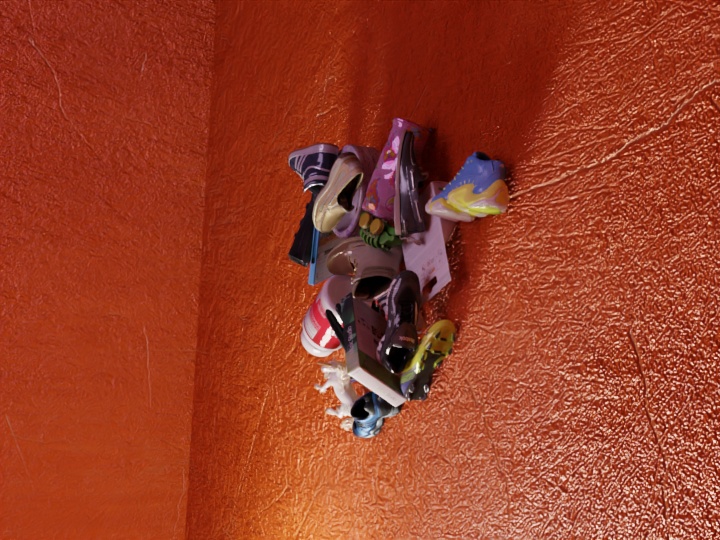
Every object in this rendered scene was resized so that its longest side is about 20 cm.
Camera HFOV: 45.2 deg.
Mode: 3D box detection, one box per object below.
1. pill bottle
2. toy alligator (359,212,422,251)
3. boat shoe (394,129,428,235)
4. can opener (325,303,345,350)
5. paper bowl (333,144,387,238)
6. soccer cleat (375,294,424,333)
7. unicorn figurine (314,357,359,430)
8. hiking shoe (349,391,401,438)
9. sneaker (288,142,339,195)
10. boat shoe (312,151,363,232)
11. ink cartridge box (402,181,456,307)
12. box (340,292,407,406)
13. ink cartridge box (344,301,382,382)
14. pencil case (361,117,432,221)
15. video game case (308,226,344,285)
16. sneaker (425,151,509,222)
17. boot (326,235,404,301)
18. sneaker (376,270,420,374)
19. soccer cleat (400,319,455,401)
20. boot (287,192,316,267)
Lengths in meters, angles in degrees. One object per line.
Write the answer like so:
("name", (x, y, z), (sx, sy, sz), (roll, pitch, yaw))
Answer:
("pill bottle", (-0.060, 0.104, 1.879), (0.200, 0.111, 0.113), (124, 143, -50))
("toy alligator", (0.047, -0.064, 1.681), (0.200, 0.059, 0.055), (33, 96, 52))
("boat shoe", (0.097, -0.164, 1.614), (0.073, 0.061, 0.202), (57, -144, -78))
("can opener", (-0.007, 0.156, 1.761), (0.063, 0.200, 0.079), (-37, 11, 13))
("paper bowl", (0.008, -0.167, 1.872), (0.200, 0.103, 0.203), (-176, 90, -67))
("soccer cleat", (0.077, 0.062, 1.721), (0.200, 0.068, 0.086), (-129, 43, -65))
("unicorn figurine", (-0.048, 0.262, 1.925), (0.137, 0.200, 0.074), (-21, 22, 53))
("hiking shoe", (0.012, 0.295, 1.814), (0.200, 0.086, 0.075), (124, 143, -51))
("sneaker", (-0.113, -0.215, 1.937), (0.200, 0.069, 0.110), (-7, 76, 62))
("boat shoe", (-0.044, -0.145, 1.787), (0.076, 0.071, 0.201), (55, 141, 32))
("ink cartridge box", (0.134, -0.041, 1.628), (0.161, 0.050, 0.202), (131, 134, -56))
("box", (0.025, 0.154, 1.699), (0.036, 0.144, 0.201), (-36, 36, 22))
("ink cartridge box", (-0.006, 0.141, 1.939), (0.200, 0.047, 0.200), (148, 122, -60))
("pencil case", (0.071, -0.198, 1.703), (0.087, 0.087, 0.202), (22, 93, 66))
("video game case", (-0.071, -0.078, 2.019), (0.018, 0.143, 0.202), (16, 111, 24))
("sneaker", (0.189, -0.144, 1.485), (0.199, 0.075, 0.106), (-1, 76, 56))
("boot", (0.000, 0.000, 1.737), (0.198, 0.072, 0.155), (-15, 33, 28))
("sneaker", (0.079, 0.102, 1.586), (0.091, 0.066, 0.202), (-123, 43, -66))
("soccer cleat", (0.118, 0.157, 1.608), (0.084, 0.064, 0.201), (-111, 32, -46))
("boot", (-0.101, -0.102, 2.036), (0.165, 0.065, 0.202), (38, -113, -68))
